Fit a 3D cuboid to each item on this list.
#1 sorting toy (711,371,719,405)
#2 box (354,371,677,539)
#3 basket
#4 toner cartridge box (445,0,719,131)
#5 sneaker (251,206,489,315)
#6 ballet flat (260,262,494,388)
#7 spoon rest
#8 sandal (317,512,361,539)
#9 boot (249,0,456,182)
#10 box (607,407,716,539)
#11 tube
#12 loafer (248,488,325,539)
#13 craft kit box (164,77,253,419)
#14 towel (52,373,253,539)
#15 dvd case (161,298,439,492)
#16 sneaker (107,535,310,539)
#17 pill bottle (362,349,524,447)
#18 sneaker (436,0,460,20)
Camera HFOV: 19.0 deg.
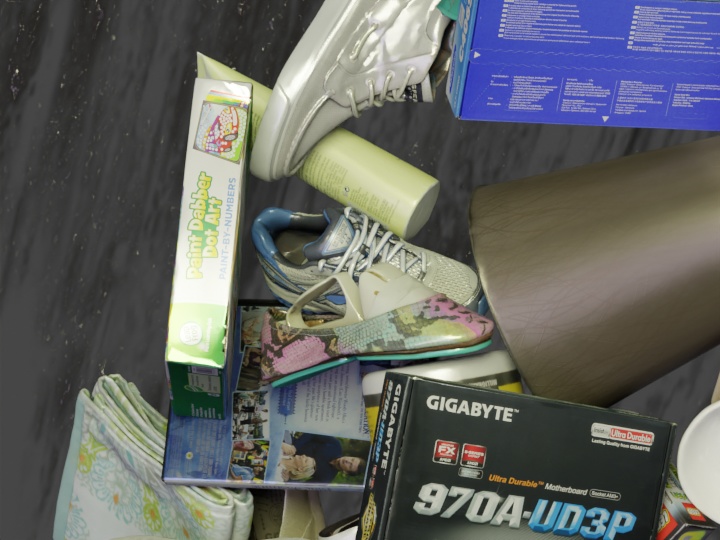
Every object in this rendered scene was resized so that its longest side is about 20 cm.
[{"bbox_3d":[0.339,0.066,1.395,0.200,0.036,0.185,17,150,10],"label":"sorting toy"},{"bbox_3d":[0.098,0.159,1.403,0.200,0.046,0.159,11,89,-22],"label":"box"},{"bbox_3d":[0.199,-0.007,1.443,0.200,0.136,0.180,-21,94,25],"label":"basket"},{"bbox_3d":[0.162,-0.144,1.401,0.200,0.043,0.095,2,120,-11],"label":"toner cartridge box"},{"bbox_3d":[0.000,0.000,1.530,0.200,0.077,0.085,11,150,34],"label":"sneaker"},{"bbox_3d":[0.002,0.034,1.473,0.200,0.069,0.071,-13,91,42],"label":"ballet flat"},{"bbox_3d":[0.308,0.146,1.433,0.200,0.061,0.099,20,111,-3],"label":"spoon rest"},{"bbox_3d":[0.002,0.189,1.626,0.059,0.079,0.207,9,100,24],"label":"sandal"},{"bbox_3d":[0.006,-0.136,1.500,0.096,0.074,0.200,29,93,11],"label":"boot"},{"bbox_3d":[0.149,0.204,1.509,0.200,0.035,0.110,-51,50,25],"label":"box"},{"bbox_3d":[-0.037,-0.092,1.570,0.200,0.052,0.058,29,110,15],"label":"tube"},{"bbox_3d":[-0.078,0.141,1.648,0.076,0.068,0.200,-13,99,27],"label":"loafer"},{"bbox_3d":[-0.104,-0.010,1.505,0.049,0.200,0.198,8,75,-1],"label":"craft kit box"},{"bbox_3d":[-0.164,0.197,1.675,0.171,0.048,0.200,39,136,27],"label":"towel"},{"bbox_3d":[-0.042,0.091,1.582,0.200,0.018,0.143,1,71,12],"label":"dvd case"},{"bbox_3d":[-0.123,0.258,1.593,0.200,0.073,0.114,3,132,-9],"label":"sneaker"},{"bbox_3d":[0.070,0.160,1.482,0.111,0.111,0.200,-12,88,27],"label":"pill bottle"},{"bbox_3d":[0.099,-0.216,1.442,0.121,0.084,0.200,-27,94,5],"label":"sneaker"}]
